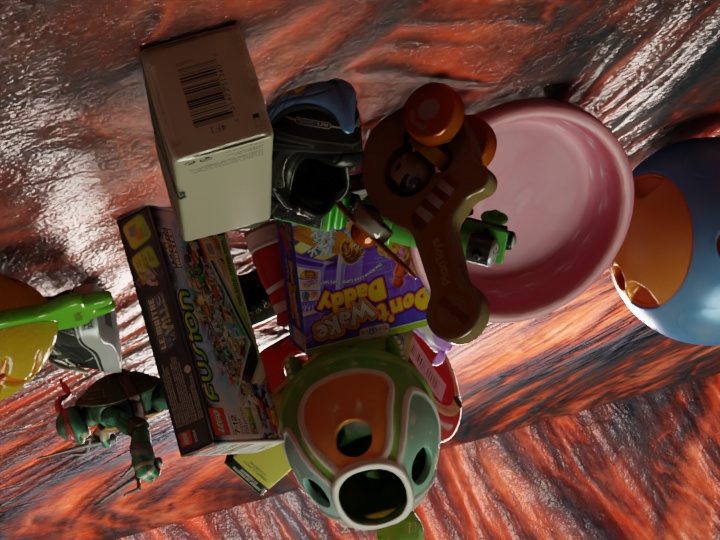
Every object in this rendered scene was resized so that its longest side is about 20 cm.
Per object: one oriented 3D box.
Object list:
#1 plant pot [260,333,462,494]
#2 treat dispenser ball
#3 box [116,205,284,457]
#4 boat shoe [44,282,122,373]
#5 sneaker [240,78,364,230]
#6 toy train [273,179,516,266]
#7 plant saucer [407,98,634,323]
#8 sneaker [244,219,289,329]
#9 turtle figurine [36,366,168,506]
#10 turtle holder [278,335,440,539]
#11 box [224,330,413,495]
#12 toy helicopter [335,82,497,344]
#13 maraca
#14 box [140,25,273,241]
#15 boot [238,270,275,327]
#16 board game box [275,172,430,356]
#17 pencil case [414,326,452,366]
[{"bbox_3d":[0.003,0.139,2.174,0.182,0.201,0.200,-29,165,19],"label":"plant pot"},{"bbox_3d":[0.337,-0.028,1.869,0.199,0.202,0.201,-16,168,-4],"label":"treat dispenser ball"},{"bbox_3d":[-0.129,0.050,1.567,0.035,0.201,0.110,-23,167,26],"label":"box"},{"bbox_3d":[-0.255,0.056,1.725,0.068,0.074,0.199,-9,175,-1],"label":"boat shoe"},{"bbox_3d":[-0.057,-0.070,1.418,0.070,0.083,0.199,-9,166,-31],"label":"sneaker"},{"bbox_3d":[0.025,-0.041,1.530,0.199,0.042,0.056,14,-153,12],"label":"toy train"},{"bbox_3d":[0.128,-0.054,1.608,0.199,0.202,0.051,-15,-148,-12],"label":"plant saucer"},{"bbox_3d":[0.000,0.000,1.734,0.199,0.113,0.071,-12,168,-26],"label":"sneaker"},{"bbox_3d":[-0.210,0.139,1.811,0.199,0.101,0.150,-19,-156,-11],"label":"turtle figurine"},{"bbox_3d":[-0.001,0.161,1.648,0.140,0.132,0.186,3,128,-13],"label":"turtle holder"},{"bbox_3d":[-0.037,0.113,1.742,0.200,0.050,0.075,-42,-165,24],"label":"box"},{"bbox_3d":[0.046,-0.033,1.455,0.132,0.201,0.079,-24,151,19],"label":"toy helicopter"},{"bbox_3d":[-0.296,0.051,1.560,0.199,0.108,0.137,-16,176,-7],"label":"maraca"},{"bbox_3d":[-0.101,-0.087,1.291,0.068,0.083,0.200,-16,166,-7],"label":"box"},{"bbox_3d":[-0.118,0.026,1.814,0.138,0.078,0.200,-23,180,8],"label":"boot"},{"bbox_3d":[0.032,-0.018,1.647,0.199,0.135,0.045,-14,-158,-18],"label":"board game box"},{"bbox_3d":[0.116,-0.011,1.769,0.200,0.086,0.084,-43,168,8],"label":"pencil case"}]
